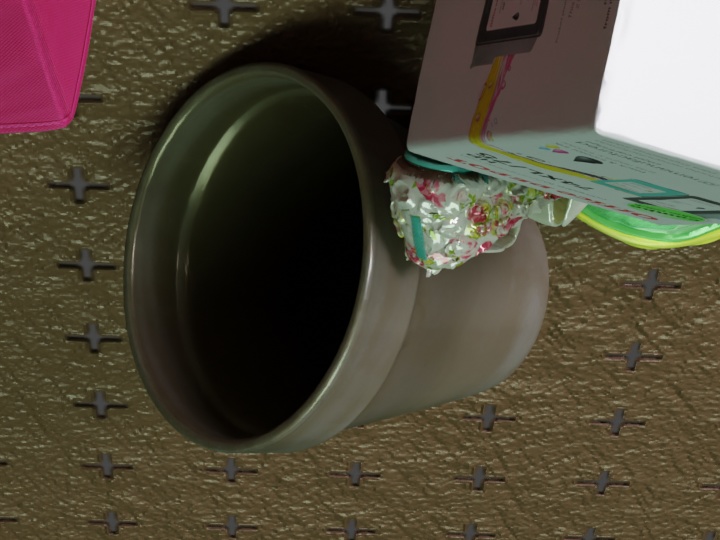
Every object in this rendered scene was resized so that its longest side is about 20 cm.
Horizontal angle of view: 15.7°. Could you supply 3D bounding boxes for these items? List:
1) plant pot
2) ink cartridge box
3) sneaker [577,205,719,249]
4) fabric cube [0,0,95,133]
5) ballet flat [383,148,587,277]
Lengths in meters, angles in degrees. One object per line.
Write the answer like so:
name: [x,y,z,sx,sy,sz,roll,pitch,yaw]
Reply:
plant pot: [0.000,0.000,1.386,0.173,0.200,0.200,7,152,-42]
ink cartridge box: [0.136,-0.107,1.156,0.146,0.146,0.200,15,175,-21]
sneaker: [0.203,-0.061,1.381,0.200,0.074,0.084,-3,123,13]
fabric cube: [-0.218,-0.190,1.061,0.200,0.197,0.199,-1,146,5]
ballet flat: [0.080,-0.047,1.309,0.076,0.200,0.064,20,117,38]
